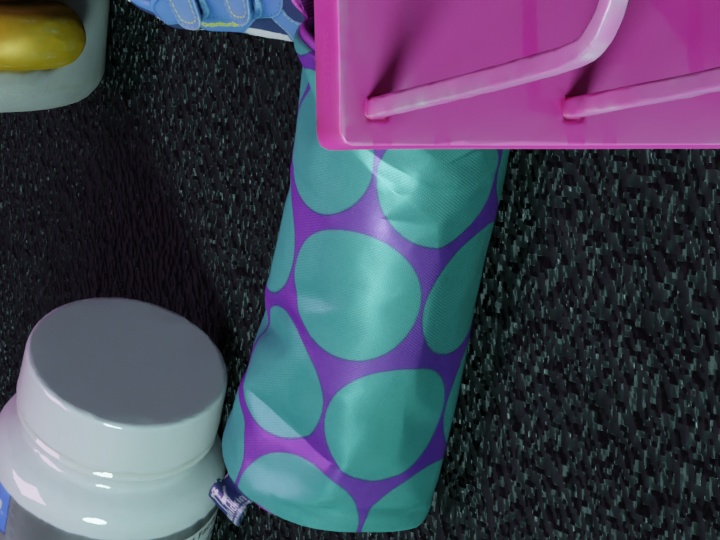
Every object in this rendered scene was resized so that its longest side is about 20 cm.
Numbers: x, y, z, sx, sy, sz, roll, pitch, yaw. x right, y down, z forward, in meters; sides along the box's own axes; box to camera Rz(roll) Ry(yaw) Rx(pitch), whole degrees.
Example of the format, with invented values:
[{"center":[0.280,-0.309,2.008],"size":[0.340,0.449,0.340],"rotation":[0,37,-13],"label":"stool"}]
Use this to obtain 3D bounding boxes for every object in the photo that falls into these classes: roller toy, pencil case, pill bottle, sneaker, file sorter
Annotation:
[{"center":[-0.223,-0.152,1.456],"size":[0.182,0.199,0.140],"rotation":[-36,-49,-71],"label":"roller toy"},{"center":[0.000,0.000,0.995],"size":[0.092,0.085,0.201],"rotation":[33,126,31],"label":"pencil case"},{"center":[-0.127,0.119,1.304],"size":[0.114,0.113,0.201],"rotation":[-115,31,-47],"label":"pill bottle"},{"center":[-0.050,-0.129,1.129],"size":[0.200,0.082,0.074],"rotation":[-175,85,-68],"label":"sneaker"},{"center":[0.104,-0.098,0.551],"size":[0.125,0.199,0.140],"rotation":[176,92,-67],"label":"file sorter"}]
